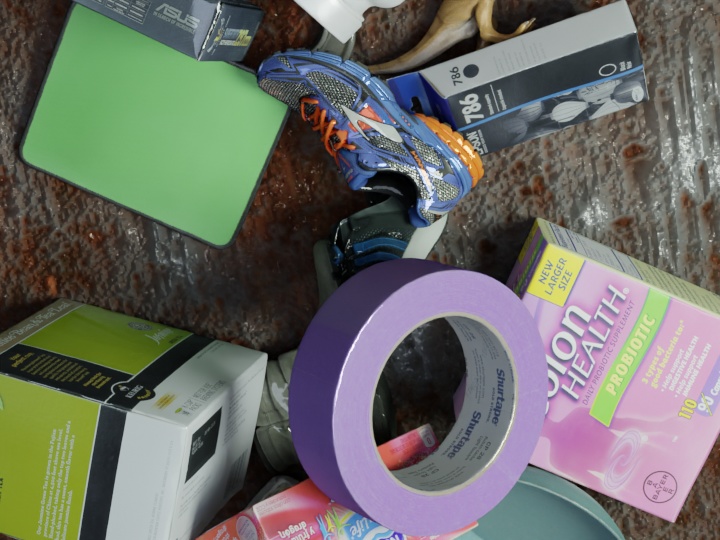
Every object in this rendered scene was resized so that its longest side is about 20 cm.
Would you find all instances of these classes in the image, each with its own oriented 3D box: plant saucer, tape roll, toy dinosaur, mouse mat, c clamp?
[{"bbox_3d":[0.141,0.219,1.382,0.199,0.036,0.201,16,143,13],"label":"plant saucer"},{"bbox_3d":[0.046,0.094,1.222,0.199,0.066,0.202,-7,103,-32],"label":"tape roll"},{"bbox_3d":[0.082,-0.202,1.307,0.106,0.060,0.200,41,98,14],"label":"toy dinosaur"},{"bbox_3d":[-0.170,-0.119,1.341,0.199,0.008,0.162,23,114,-6],"label":"mouse mat"},{"bbox_3d":[-0.111,-0.205,1.316,0.199,0.027,0.172,-18,104,7],"label":"c clamp"}]

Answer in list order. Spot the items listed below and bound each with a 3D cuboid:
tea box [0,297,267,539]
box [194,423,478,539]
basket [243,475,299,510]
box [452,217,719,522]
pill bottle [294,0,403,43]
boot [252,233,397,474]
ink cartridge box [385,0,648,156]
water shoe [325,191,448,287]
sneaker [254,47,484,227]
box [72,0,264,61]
[{"bbox_3d":[-0.204,0.127,1.305,0.195,0.200,0.135,16,107,11],"label":"tea box"},{"bbox_3d":[-0.019,0.208,1.289,0.102,0.199,0.095,-34,79,46],"label":"box"},{"bbox_3d":[-0.037,0.299,1.406,0.200,0.123,0.136,39,102,-8],"label":"basket"},{"bbox_3d":[0.203,0.081,1.351,0.199,0.097,0.177,23,103,-5],"label":"box"},{"bbox_3d":[0.021,-0.277,1.241,0.113,0.113,0.200,40,97,-9],"label":"pill bottle"},{"bbox_3d":[-0.051,0.075,1.377,0.130,0.068,0.201,-10,104,10],"label":"boot"},{"bbox_3d":[0.127,-0.143,1.295,0.199,0.039,0.100,-18,149,8],"label":"ink cartridge box"},{"bbox_3d":[0.000,0.000,1.301,0.079,0.200,0.072,36,137,-3],"label":"water shoe"},{"bbox_3d":[0.001,-0.106,1.285,0.199,0.075,0.079,31,71,-2],"label":"sneaker"},{"bbox_3d":[-0.182,-0.220,1.228,0.199,0.158,0.051,26,101,5],"label":"box"}]
